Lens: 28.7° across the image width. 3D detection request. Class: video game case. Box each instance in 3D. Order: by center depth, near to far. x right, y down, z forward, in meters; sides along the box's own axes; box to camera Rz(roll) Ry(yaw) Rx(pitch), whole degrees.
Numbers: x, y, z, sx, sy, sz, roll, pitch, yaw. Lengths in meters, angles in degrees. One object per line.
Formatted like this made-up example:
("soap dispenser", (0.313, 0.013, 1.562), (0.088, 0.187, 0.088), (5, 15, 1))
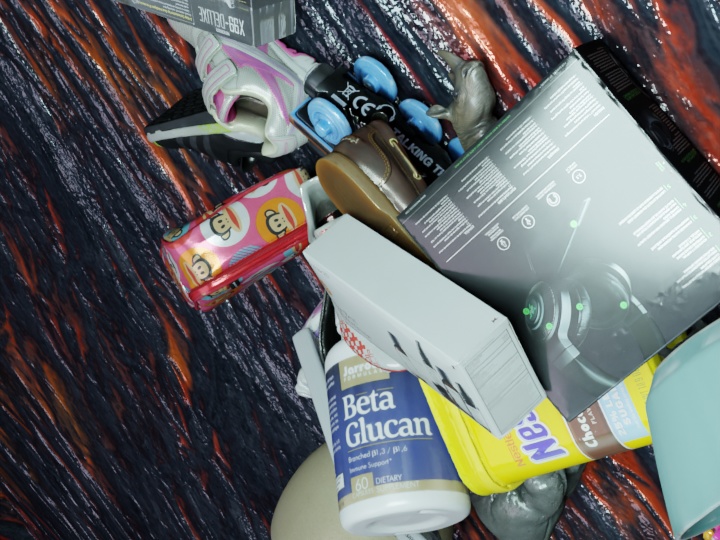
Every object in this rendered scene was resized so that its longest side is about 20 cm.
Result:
("video game case", (0.011, 0.171, 1.345), (0.182, 0.023, 0.201), (49, -168, -39))

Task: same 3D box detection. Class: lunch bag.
("lunch bag", (-0.099, -0.037, 1.323), (0.082, 0.175, 0.200), (59, 172, -1))

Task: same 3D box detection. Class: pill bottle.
("pill bottle", (0.027, 0.114, 1.191), (0.111, 0.110, 0.202), (128, 139, -61))

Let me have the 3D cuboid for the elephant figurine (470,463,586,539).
("elephant figurine", (0.102, 0.151, 1.275), (0.199, 0.156, 0.142), (26, 155, 15))

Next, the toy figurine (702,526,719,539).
("toy figurine", (0.301, 0.257, 1.084), (0.199, 0.184, 0.151), (37, 149, 23))

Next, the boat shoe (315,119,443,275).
("boat shoe", (0.052, -0.025, 1.066), (0.201, 0.070, 0.070), (54, 153, -1))

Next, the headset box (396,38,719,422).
("headset box", (0.158, -0.023, 0.962), (0.174, 0.093, 0.200), (-43, 85, 25))

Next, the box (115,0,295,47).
("box", (-0.140, -0.286, 1.168), (0.199, 0.050, 0.159), (23, 128, 40))

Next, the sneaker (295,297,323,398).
("sneaker", (-0.013, 0.086, 1.448), (0.088, 0.081, 0.201), (33, 153, 16))

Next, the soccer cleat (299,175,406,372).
("soccer cleat", (-0.002, 0.001, 1.139), (0.201, 0.068, 0.086), (63, 180, 45))

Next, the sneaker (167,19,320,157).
("sneaker", (-0.108, -0.178, 1.248), (0.200, 0.088, 0.082), (41, 150, 17))

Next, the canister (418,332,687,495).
("canister", (0.156, 0.082, 1.105), (0.199, 0.086, 0.150), (-23, 91, 37))

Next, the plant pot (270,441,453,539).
("plant pot", (0.014, 0.243, 1.493), (0.200, 0.200, 0.135), (35, 129, 25))

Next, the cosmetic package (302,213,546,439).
("cosmetic package", (0.040, 0.036, 0.994), (0.200, 0.051, 0.083), (35, 159, 51))

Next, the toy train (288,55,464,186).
("toy train", (0.027, -0.088, 1.168), (0.200, 0.087, 0.115), (41, 156, 13))

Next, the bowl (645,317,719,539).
("bowl", (0.272, 0.086, 0.947), (0.106, 0.199, 0.201), (62, 156, 20))

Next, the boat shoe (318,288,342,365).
("boat shoe", (0.002, 0.001, 1.281), (0.073, 0.063, 0.203), (31, 124, 43))

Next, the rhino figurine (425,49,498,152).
("rhino figurine", (0.115, -0.084, 1.074), (0.201, 0.060, 0.087), (54, 156, -2))

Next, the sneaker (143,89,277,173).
("sneaker", (-0.140, -0.127, 1.373), (0.199, 0.072, 0.083), (3, 128, 54))
